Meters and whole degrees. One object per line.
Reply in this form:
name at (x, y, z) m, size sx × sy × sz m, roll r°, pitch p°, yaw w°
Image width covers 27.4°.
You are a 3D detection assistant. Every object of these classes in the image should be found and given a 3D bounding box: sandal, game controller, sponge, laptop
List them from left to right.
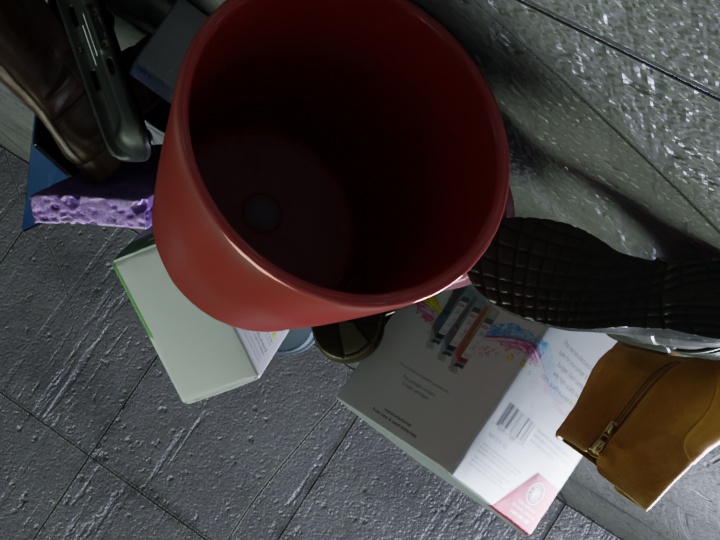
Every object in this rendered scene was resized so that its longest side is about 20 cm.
laptop at (-0.297, -0.160, 1.373) m, size 0.115 × 0.188 × 0.200 m, roll -4°, pitch 161°, yaw 13°
game controller at (-0.205, -0.183, 1.171) m, size 0.201 × 0.042 × 0.104 m, roll 71°, pitch 160°, yaw -2°
sponge at (-0.192, -0.077, 1.309) m, size 0.111 × 0.030 × 0.200 m, roll 2°, pitch -162°, yaw 21°
sandal at (0.000, 0.000, 1.241) m, size 0.081 × 0.201 × 0.055 m, roll -8°, pitch 141°, yaw 12°

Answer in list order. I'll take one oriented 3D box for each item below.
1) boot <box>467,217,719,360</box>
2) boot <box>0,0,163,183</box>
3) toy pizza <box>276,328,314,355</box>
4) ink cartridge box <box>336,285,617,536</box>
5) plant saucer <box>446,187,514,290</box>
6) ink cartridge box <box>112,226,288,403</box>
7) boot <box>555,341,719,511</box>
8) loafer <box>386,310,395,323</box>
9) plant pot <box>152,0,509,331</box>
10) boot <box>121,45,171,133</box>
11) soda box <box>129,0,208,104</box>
boot at (0.168, 0.025, 0.991) m, size 0.199 × 0.068 × 0.131 m, roll 12°, pitch 167°, yaw 9°
boot at (-0.249, -0.202, 1.247) m, size 0.064 × 0.187 × 0.200 m, roll -18°, pitch 128°, yaw 32°
toy pizza at (-0.101, -0.009, 1.508) m, size 0.200 × 0.032 × 0.201 m, roll 26°, pitch 130°, yaw 35°
ink cartridge box at (0.114, 0.079, 1.206) m, size 0.144 × 0.200 × 0.145 m, roll 30°, pitch 171°, yaw 44°
plant saucer at (0.017, -0.071, 1.019) m, size 0.200 × 0.051 × 0.201 m, roll 20°, pitch 145°, yaw 15°
ink cartridge box at (-0.128, 0.007, 1.348) m, size 0.145 × 0.084 × 0.200 m, roll 65°, pitch -160°, yaw -14°
boot at (0.249, 0.116, 1.071) m, size 0.201 × 0.144 × 0.071 m, roll 27°, pitch 171°, yaw 41°
loafer at (0.086, 0.056, 1.365) m, size 0.199 × 0.076 × 0.070 m, roll 0°, pitch -163°, yaw -11°
plant pot at (-0.037, -0.052, 0.889) m, size 0.200 × 0.201 × 0.177 m, roll 35°, pitch 155°, yaw -9°
boot at (-0.167, -0.144, 1.481) m, size 0.199 × 0.069 × 0.174 m, roll 33°, pitch 172°, yaw -12°
soda box at (-0.089, -0.135, 1.218) m, size 0.200 × 0.068 × 0.063 m, roll 35°, pitch 171°, yaw -10°
